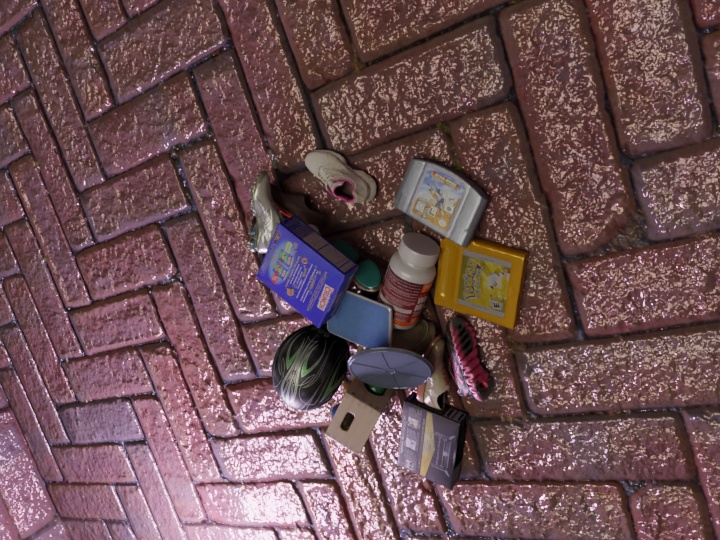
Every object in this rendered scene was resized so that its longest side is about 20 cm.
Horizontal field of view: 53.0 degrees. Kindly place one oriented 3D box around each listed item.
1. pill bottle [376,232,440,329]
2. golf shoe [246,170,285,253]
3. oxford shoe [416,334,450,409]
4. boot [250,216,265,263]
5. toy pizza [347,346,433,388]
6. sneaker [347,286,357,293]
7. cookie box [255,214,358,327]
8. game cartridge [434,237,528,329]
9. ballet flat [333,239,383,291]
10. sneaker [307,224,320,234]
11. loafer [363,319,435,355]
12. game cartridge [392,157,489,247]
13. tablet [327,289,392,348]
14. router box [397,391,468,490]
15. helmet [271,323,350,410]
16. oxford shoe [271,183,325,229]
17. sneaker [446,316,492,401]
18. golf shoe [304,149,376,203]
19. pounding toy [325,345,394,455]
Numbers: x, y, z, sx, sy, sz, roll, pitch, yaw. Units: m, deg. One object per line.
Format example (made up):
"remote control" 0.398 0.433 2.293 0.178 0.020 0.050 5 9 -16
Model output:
"pill bottle" 0.107 0.024 1.633 0.109 0.109 0.203 31 124 19
"golf shoe" -0.217 -0.139 1.740 0.095 0.078 0.204 9 112 9
"oxford shoe" 0.185 0.240 1.695 0.073 0.071 0.203 27 132 29
"boot" -0.182 -0.049 1.816 0.156 0.079 0.214 9 124 38
"toy pizza" 0.069 0.216 1.646 0.196 0.032 0.202 5 147 3
"sneaker" 0.001 0.123 1.779 0.201 0.078 0.077 53 157 -3
"cookie box" -0.125 0.003 1.668 0.199 0.075 0.173 38 125 13
"game cartridge" 0.259 0.020 1.579 0.197 0.032 0.180 16 117 27
"ballet flat" 0.000 0.000 1.698 0.200 0.067 0.068 50 166 43
"sneaker" -0.099 -0.025 1.754 0.075 0.105 0.204 9 115 27
"loafer" 0.087 0.177 1.696 0.198 0.068 0.076 -34 44 15
"game cartridge" 0.172 -0.155 1.549 0.198 0.041 0.135 32 118 23
"tablet" -0.004 0.115 1.685 0.198 0.014 0.133 19 120 36
"router box" 0.177 0.421 1.786 0.155 0.052 0.204 18 118 28
"helmet" -0.130 0.244 1.800 0.197 0.191 0.203 16 125 25
"oxford shoe" -0.165 -0.163 1.783 0.200 0.071 0.073 42 94 20
"sneaker" 0.229 0.206 1.658 0.095 0.078 0.203 -11 100 53
"golf shoe" -0.059 -0.217 1.660 0.198 0.091 0.076 31 125 22
"pounding toy" 0.001 0.301 1.791 0.141 0.184 0.202 29 124 6
